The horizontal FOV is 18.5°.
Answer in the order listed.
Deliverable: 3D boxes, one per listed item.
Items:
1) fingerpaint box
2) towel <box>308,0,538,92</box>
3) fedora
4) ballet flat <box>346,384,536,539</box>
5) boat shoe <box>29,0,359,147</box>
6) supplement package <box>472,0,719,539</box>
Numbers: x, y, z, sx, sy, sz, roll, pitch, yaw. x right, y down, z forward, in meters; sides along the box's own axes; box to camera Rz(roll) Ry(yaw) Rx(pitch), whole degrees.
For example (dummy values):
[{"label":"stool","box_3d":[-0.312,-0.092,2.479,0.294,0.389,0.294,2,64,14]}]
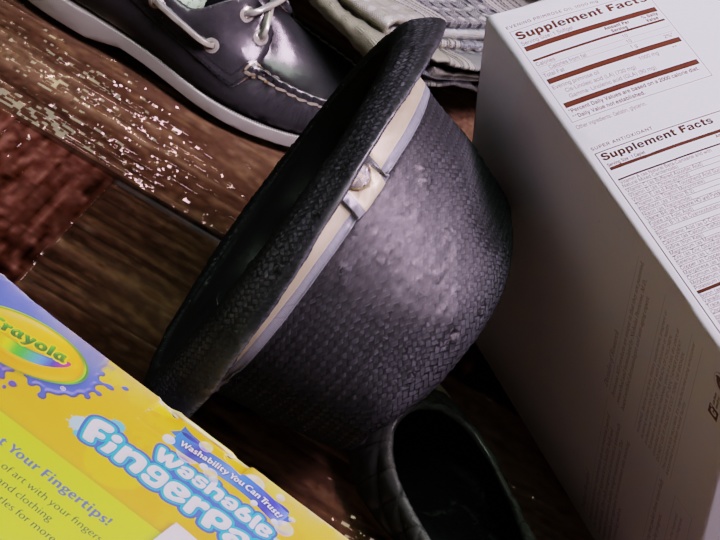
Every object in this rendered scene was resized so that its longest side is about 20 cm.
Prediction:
[{"label":"fingerpaint box","box_3d":[-0.106,0.116,0.749,0.200,0.073,0.167,36,39,9]},{"label":"towel","box_3d":[0.015,-0.162,1.146,0.200,0.035,0.192,49,25,24]},{"label":"fedora","box_3d":[0.000,0.000,0.873,0.092,0.201,0.201,37,36,-9]},{"label":"ballet flat","box_3d":[0.045,0.099,0.872,0.066,0.057,0.200,1,40,-26]},{"label":"boat shoe","box_3d":[-0.071,-0.125,1.063,0.200,0.060,0.074,30,36,3]},{"label":"supplement package","box_3d":[0.151,0.008,0.908,0.147,0.192,0.200,-18,53,-17]}]
